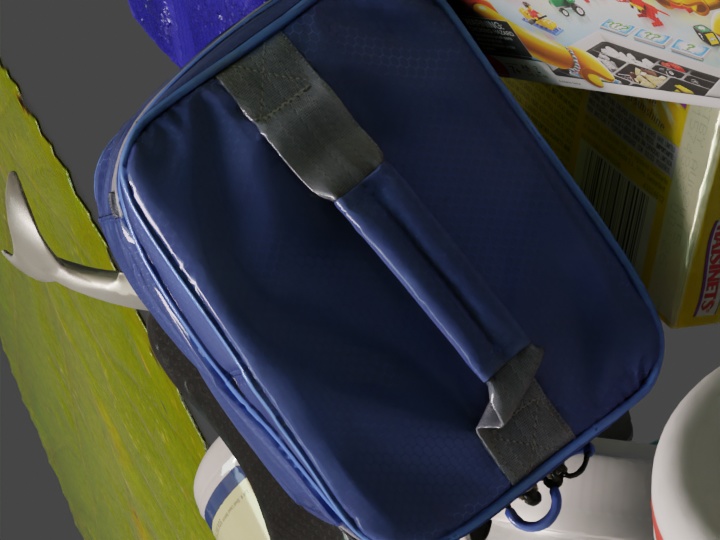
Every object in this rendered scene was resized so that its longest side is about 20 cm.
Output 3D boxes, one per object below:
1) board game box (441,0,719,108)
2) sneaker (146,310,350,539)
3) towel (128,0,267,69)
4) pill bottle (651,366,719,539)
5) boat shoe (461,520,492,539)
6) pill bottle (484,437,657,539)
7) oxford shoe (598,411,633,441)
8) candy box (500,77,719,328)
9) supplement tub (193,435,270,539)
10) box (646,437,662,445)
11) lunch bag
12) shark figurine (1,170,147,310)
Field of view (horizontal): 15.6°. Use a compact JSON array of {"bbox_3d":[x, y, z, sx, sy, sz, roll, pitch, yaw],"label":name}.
[{"bbox_3d":[0.076,-0.105,0.782,0.200,0.035,0.126,14,147,54],"label":"board game box"},{"bbox_3d":[-0.007,0.076,1.257,0.202,0.108,0.067,56,143,8],"label":"sneaker"},{"bbox_3d":[-0.077,-0.135,1.371,0.200,0.049,0.148,50,160,43],"label":"towel"},{"bbox_3d":[0.158,0.125,0.872,0.116,0.116,0.200,51,161,40],"label":"pill bottle"},{"bbox_3d":[0.044,0.072,1.222,0.074,0.065,0.200,26,-129,-46],"label":"boat shoe"},{"bbox_3d":[0.078,0.164,0.982,0.110,0.109,0.200,-171,88,-72],"label":"pill bottle"},{"bbox_3d":[0.036,0.020,1.176,0.200,0.084,0.073,53,166,44],"label":"oxford shoe"},{"bbox_3d":[0.076,-0.072,0.935,0.200,0.026,0.102,47,132,49],"label":"candy box"},{"bbox_3d":[0.019,0.156,1.340,0.200,0.145,0.145,58,164,20],"label":"supplement tub"},{"bbox_3d":[0.121,0.126,1.124,0.082,0.049,0.200,62,165,8],"label":"box"},{"bbox_3d":[0.007,0.004,0.891,0.200,0.136,0.132,53,173,-4],"label":"lunch bag"},{"bbox_3d":[-0.057,-0.014,1.209,0.128,0.214,0.090,65,-176,13],"label":"shark figurine"}]
